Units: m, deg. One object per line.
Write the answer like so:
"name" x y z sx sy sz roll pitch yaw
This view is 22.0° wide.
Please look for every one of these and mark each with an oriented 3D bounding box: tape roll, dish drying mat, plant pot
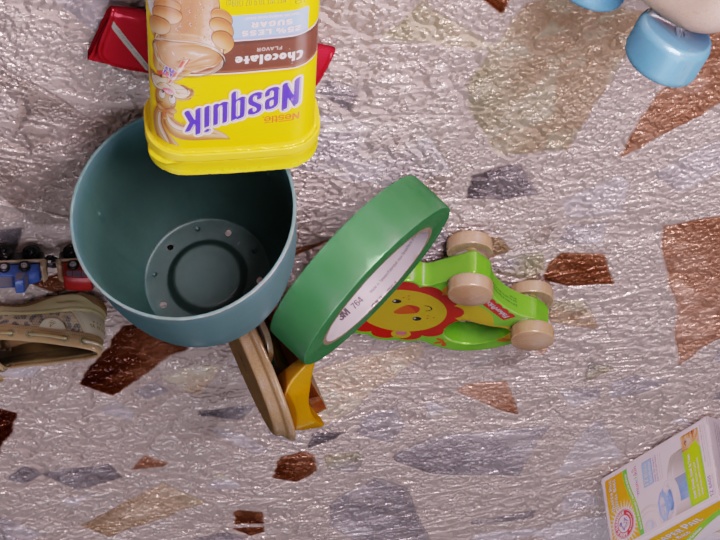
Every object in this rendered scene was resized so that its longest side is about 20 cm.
"tape roll" 0.000 0.000 1.739 0.200 0.048 0.201 -46 171 -10
"dish drying mat" -0.127 -0.183 1.576 0.199 0.018 0.077 10 144 -21
"plant pot" -0.148 -0.023 1.673 0.199 0.202 0.161 -6 158 2

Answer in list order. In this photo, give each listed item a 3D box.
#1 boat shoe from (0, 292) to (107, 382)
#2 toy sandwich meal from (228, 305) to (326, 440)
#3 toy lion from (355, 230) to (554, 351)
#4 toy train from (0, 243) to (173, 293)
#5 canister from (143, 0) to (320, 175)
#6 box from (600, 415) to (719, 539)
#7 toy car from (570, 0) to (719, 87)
"boat shoe" -0.358 0.074 1.907 0.199 0.063 0.073 -14 147 15
"toy sandwich meal" -0.086 0.082 1.863 0.070 0.206 0.206 -23 149 -9
"toy lion" 0.078 0.036 1.918 0.191 0.069 0.200 -17 147 31
"toy train" -0.273 -0.001 1.816 0.199 0.046 0.034 -1 148 -6
"canister" -0.104 -0.178 1.503 0.147 0.087 0.201 -4 140 -7
"box" 0.404 0.279 2.292 0.101 0.113 0.200 17 143 -31
"toy car" 0.283 -0.267 1.415 0.199 0.177 0.185 -16 145 -39
